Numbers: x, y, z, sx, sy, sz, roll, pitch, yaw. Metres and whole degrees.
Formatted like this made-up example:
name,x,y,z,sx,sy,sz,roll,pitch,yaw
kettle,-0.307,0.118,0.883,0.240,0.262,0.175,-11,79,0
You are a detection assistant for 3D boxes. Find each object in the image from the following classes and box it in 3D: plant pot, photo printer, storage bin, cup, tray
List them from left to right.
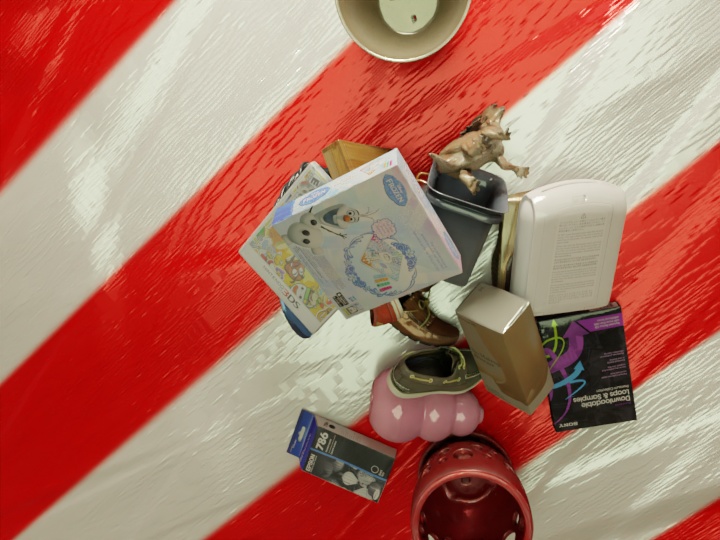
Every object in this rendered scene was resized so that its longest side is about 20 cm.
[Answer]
name,x,y,z,sx,sy,sz,roll,pitch,yaw
tray,0.022,-0.138,0.987,0.036,0.199,0.101,-24,84,27
cup,0.067,-0.409,0.959,0.194,0.143,0.207,2,103,7
storage bin,0.139,-0.076,1.005,0.142,0.201,0.138,18,114,3
plant pot,0.186,0.386,1.101,0.194,0.183,0.207,2,103,8
photo printer,0.312,-0.037,0.983,0.161,0.070,0.205,-7,118,-10

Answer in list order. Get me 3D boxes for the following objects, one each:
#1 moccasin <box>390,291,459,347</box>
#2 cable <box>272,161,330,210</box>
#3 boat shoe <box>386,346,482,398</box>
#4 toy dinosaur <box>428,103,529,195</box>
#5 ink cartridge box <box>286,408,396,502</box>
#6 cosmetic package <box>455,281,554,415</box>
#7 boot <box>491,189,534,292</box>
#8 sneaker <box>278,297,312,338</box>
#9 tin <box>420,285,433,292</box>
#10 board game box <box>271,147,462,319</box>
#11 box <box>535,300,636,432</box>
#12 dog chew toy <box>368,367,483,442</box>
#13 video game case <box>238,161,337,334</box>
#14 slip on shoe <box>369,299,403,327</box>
name,x,y,z,sx,sy,sz,roll,pitch,yaw
moccasin,0.083,0.060,1.105,0.199,0.074,0.079,34,114,10
cable,-0.071,-0.077,1.072,0.160,0.051,0.205,-22,100,-16
boat shoe,0.138,0.161,1.070,0.197,0.073,0.061,-5,143,-29
toy dinosaur,0.163,-0.179,0.978,0.196,0.135,0.088,-23,120,-26
ink cartridge box,-0.039,0.343,1.200,0.195,0.039,0.102,21,106,4
cosmetic package,0.231,0.125,1.028,0.071,0.104,0.202,-42,128,-19
boot,0.300,-0.028,1.050,0.161,0.073,0.206,3,112,1
sneaker,-0.101,0.018,1.118,0.080,0.074,0.206,-11,102,8
tin,0.060,-0.054,1.054,0.042,0.112,0.201,-38,96,26
board game box,0.013,-0.041,0.899,0.195,0.044,0.201,-21,126,23
box,0.381,0.166,1.099,0.139,0.036,0.206,-11,102,11
dog chew toy,0.114,0.236,1.114,0.194,0.125,0.128,7,104,-1
video game case,-0.072,-0.031,1.007,0.182,0.023,0.200,46,114,1
slip on shoe,0.000,0.000,1.034,0.060,0.074,0.204,-29,100,-6
